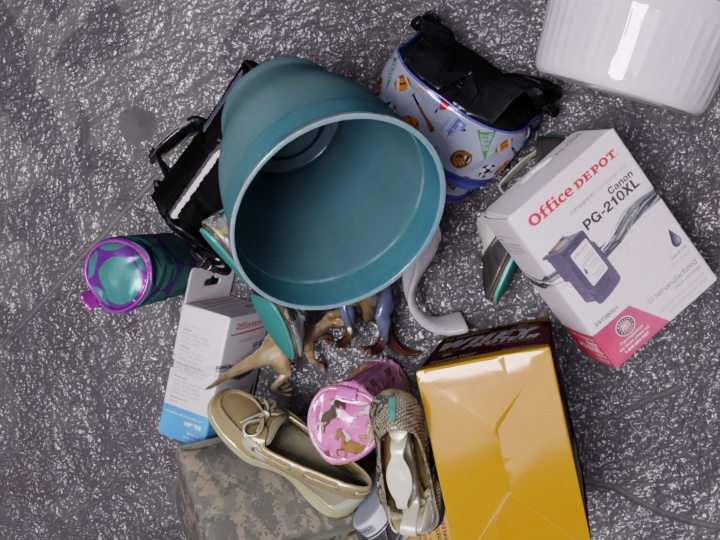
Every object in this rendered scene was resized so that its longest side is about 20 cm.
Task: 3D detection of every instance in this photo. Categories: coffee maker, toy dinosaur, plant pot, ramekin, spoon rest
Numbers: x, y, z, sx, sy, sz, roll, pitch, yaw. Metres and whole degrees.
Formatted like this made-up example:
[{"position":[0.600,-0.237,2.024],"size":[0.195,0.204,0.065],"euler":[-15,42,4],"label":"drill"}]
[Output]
[{"position":[-0.130,-0.120,0.890],"size":[0.201,0.134,0.192],"euler":[-51,55,11],"label":"coffee maker"},{"position":[-0.097,0.100,0.928],"size":[0.198,0.102,0.058],"euler":[-26,51,-17],"label":"toy dinosaur"},{"position":[-0.047,-0.100,0.731],"size":[0.200,0.199,0.189],"euler":[-43,43,12],"label":"plant pot"},{"position":[0.000,0.000,0.884],"size":[0.104,0.199,0.184],"euler":[10,89,32],"label":"toy dinosaur"},{"position":[0.273,-0.226,0.777],"size":[0.198,0.200,0.099],"euler":[19,106,11],"label":"ramekin"},{"position":[0.068,-0.009,0.866],"size":[0.060,0.100,0.202],"euler":[-20,118,2],"label":"spoon rest"}]

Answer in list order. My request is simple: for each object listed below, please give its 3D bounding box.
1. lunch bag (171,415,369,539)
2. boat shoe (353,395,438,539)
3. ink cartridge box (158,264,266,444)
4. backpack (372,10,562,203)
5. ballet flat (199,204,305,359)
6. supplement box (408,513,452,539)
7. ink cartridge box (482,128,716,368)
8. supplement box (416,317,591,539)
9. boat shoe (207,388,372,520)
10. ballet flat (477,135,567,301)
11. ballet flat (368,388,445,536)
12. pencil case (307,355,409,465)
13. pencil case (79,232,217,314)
[{"position":[-0.099,0.269,0.888],"size":[0.165,0.198,0.119],"euler":[56,144,38],"label":"lunch bag"},{"position":[0.065,0.224,0.885],"size":[0.068,0.200,0.073],"euler":[40,142,-13],"label":"boat shoe"},{"position":[-0.171,0.100,0.941],"size":[0.066,0.116,0.203],"euler":[15,98,17],"label":"ink cartridge box"},{"position":[0.092,-0.168,0.824],"size":[0.199,0.190,0.155],"euler":[32,115,9],"label":"backpack"},{"position":[-0.094,0.010,0.825],"size":[0.071,0.073,0.202],"euler":[-19,126,14],"label":"ballet flat"},{"position":[0.039,0.311,0.934],"size":[0.197,0.069,0.068],"euler":[-15,90,17],"label":"supplement box"},{"position":[0.248,-0.026,0.811],"size":[0.144,0.084,0.201],"euler":[-40,100,-3],"label":"ink cartridge box"},{"position":[0.158,0.171,0.827],"size":[0.131,0.200,0.200],"euler":[-12,91,14],"label":"supplement box"},{"position":[-0.077,0.189,0.842],"size":[0.200,0.073,0.063],"euler":[39,131,6],"label":"boat shoe"},{"position":[0.178,-0.064,0.880],"size":[0.068,0.068,0.201],"euler":[32,90,19],"label":"ballet flat"},{"position":[0.044,0.210,0.758],"size":[0.067,0.076,0.202],"euler":[-7,121,8],"label":"ballet flat"},{"position":[0.003,0.151,0.862],"size":[0.082,0.200,0.087],"euler":[-27,86,13],"label":"pencil case"},{"position":[-0.240,0.000,0.909],"size":[0.092,0.200,0.086],"euler":[-33,87,12],"label":"pencil case"}]
